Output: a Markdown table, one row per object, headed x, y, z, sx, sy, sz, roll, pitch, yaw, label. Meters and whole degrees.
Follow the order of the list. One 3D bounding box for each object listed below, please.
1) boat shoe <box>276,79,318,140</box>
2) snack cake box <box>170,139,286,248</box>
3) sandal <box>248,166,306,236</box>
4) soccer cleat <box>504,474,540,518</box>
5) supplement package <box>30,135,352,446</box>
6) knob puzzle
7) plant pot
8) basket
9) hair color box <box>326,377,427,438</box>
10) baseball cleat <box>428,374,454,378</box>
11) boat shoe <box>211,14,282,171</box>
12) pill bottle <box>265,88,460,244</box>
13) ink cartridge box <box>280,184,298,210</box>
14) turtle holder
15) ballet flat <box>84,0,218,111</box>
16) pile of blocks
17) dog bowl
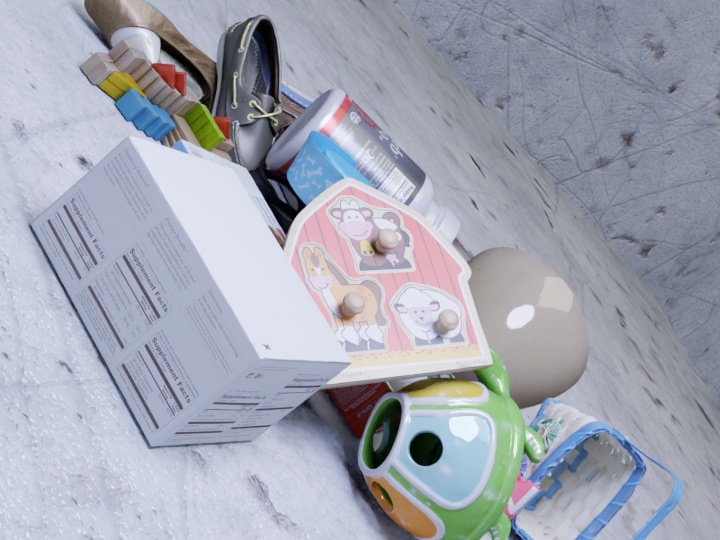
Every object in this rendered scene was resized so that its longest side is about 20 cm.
| x | y | z | sx | sy | sz | roll | pitch | yaw | label |
| --- | --- | --- | --- | --- | --- | --- | --- | --- | --- |
| -0.096 | -0.173 | 1.424 | 0.199 | 0.072 | 0.073 | 18 | 57 | 6 | boat shoe |
| -0.113 | -0.012 | 1.124 | 0.201 | 0.067 | 0.115 | 59 | 16 | 23 | snack cake box |
| -0.078 | -0.070 | 1.247 | 0.075 | 0.048 | 0.200 | 14 | 11 | -39 | sandal |
| 0.136 | 0.188 | 1.361 | 0.067 | 0.076 | 0.201 | 42 | 20 | -40 | soccer cleat |
| -0.126 | 0.019 | 0.945 | 0.201 | 0.111 | 0.156 | 58 | 17 | 18 | supplement package |
| 0.017 | -0.001 | 1.090 | 0.218 | 0.030 | 0.221 | 13 | 55 | -19 | knob puzzle |
| 0.155 | 0.090 | 1.484 | 0.134 | 0.200 | 0.201 | -30 | 80 | -39 | plant pot |
| 0.240 | 0.251 | 1.358 | 0.139 | 0.177 | 0.200 | 37 | 3 | -40 | basket |
| -0.014 | 0.065 | 1.240 | 0.201 | 0.064 | 0.111 | 58 | 19 | 14 | hair color box |
| 0.079 | 0.087 | 1.323 | 0.107 | 0.069 | 0.200 | 60 | -11 | 11 | baseball cleat |
| -0.120 | -0.184 | 1.355 | 0.072 | 0.060 | 0.203 | 12 | 68 | -39 | boat shoe |
| 0.005 | -0.088 | 1.321 | 0.200 | 0.116 | 0.116 | 44 | 18 | -14 | pill bottle |
| -0.005 | -0.078 | 1.531 | 0.200 | 0.083 | 0.147 | 31 | 26 | -49 | ink cartridge box |
| 0.081 | 0.151 | 1.110 | 0.131 | 0.186 | 0.141 | 25 | 13 | -23 | turtle holder |
| -0.218 | -0.228 | 1.329 | 0.200 | 0.067 | 0.073 | 38 | 40 | -51 | ballet flat |
| -0.188 | -0.165 | 1.251 | 0.200 | 0.062 | 0.082 | 35 | 23 | -44 | pile of blocks |
| 0.008 | -0.051 | 1.216 | 0.200 | 0.050 | 0.112 | 41 | 13 | -14 | dog bowl |
